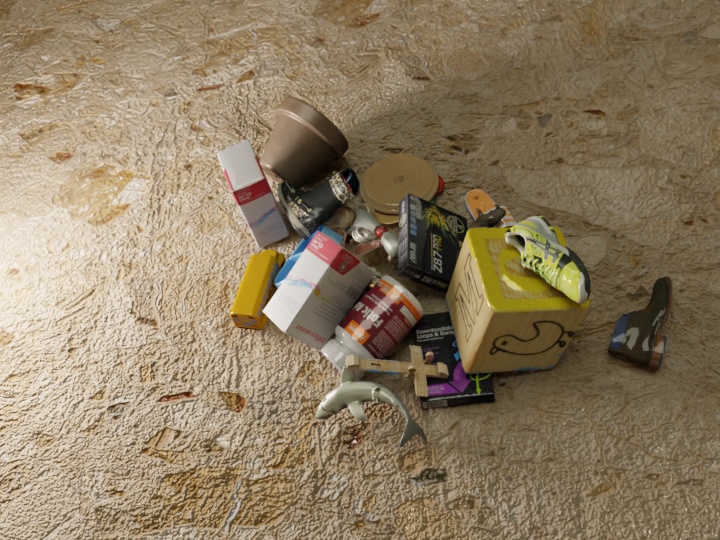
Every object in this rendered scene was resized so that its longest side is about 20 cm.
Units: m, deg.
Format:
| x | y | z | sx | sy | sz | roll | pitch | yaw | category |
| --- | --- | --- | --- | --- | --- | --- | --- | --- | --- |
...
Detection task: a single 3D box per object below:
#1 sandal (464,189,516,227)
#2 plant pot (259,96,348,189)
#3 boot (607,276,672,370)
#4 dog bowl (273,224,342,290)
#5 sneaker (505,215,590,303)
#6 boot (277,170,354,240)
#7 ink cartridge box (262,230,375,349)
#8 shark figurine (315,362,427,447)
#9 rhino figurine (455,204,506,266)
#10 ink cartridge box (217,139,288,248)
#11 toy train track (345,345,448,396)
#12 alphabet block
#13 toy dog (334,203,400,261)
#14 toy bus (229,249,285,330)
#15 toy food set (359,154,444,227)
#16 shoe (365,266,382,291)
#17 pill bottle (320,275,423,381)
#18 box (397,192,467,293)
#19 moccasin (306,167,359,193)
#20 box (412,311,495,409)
| x | y | z | sx | sy | sz | roll | pitch | yaw | category |
| --- | --- | --- | --- | --- | --- | --- | --- | --- | --- |
| 0.290 | -0.124 | 1.583 | 0.078 | 0.060 | 0.208 | -24 | 52 | -7 | sandal |
| -0.155 | -0.297 | 1.751 | 0.199 | 0.200 | 0.176 | 31 | 82 | 30 | plant pot |
| 0.537 | 0.087 | 1.357 | 0.096 | 0.075 | 0.201 | 12 | 58 | 17 | boot |
| -0.119 | -0.021 | 1.557 | 0.111 | 0.050 | 0.201 | -15 | 37 | 54 | dog bowl |
| 0.320 | -0.011 | 1.219 | 0.076 | 0.076 | 0.201 | -17 | 44 | -13 | sneaker |
| -0.102 | -0.173 | 1.608 | 0.153 | 0.074 | 0.204 | -37 | 41 | 8 | boot |
| -0.082 | 0.043 | 1.433 | 0.085 | 0.147 | 0.201 | 36 | 89 | 35 | ink cartridge box |
| 0.032 | 0.243 | 1.330 | 0.212 | 0.089 | 0.130 | 13 | 84 | 21 | shark figurine |
| 0.256 | -0.071 | 1.488 | 0.087 | 0.060 | 0.201 | -6 | 45 | 38 | rhino figurine |
| -0.246 | -0.174 | 1.635 | 0.085 | 0.201 | 0.148 | -23 | 51 | -7 | ink cartridge box |
| 0.071 | 0.174 | 1.318 | 0.197 | 0.033 | 0.116 | 7 | 45 | -13 | toy train track |
| 0.284 | 0.055 | 1.328 | 0.193 | 0.201 | 0.198 | -3 | 51 | -10 | alphabet block |
| 0.015 | -0.071 | 1.577 | 0.130 | 0.097 | 0.201 | 5 | 30 | -22 | toy dog |
| -0.222 | 0.035 | 1.554 | 0.064 | 0.079 | 0.202 | 4 | 53 | 14 | toy bus |
| 0.096 | -0.201 | 1.692 | 0.196 | 0.049 | 0.201 | -23 | 51 | -7 | toy food set |
| 0.000 | 0.000 | 1.536 | 0.199 | 0.070 | 0.054 | 32 | 84 | 33 | shoe |
| 0.021 | 0.118 | 1.402 | 0.200 | 0.114 | 0.114 | -47 | 57 | -9 | pill bottle |
| 0.157 | -0.053 | 1.512 | 0.160 | 0.049 | 0.202 | 20 | 50 | -19 | box |
| -0.091 | -0.177 | 1.698 | 0.080 | 0.068 | 0.200 | 33 | 67 | 31 | moccasin |
| 0.178 | 0.169 | 1.392 | 0.141 | 0.036 | 0.202 | -8 | 49 | 5 | box |
